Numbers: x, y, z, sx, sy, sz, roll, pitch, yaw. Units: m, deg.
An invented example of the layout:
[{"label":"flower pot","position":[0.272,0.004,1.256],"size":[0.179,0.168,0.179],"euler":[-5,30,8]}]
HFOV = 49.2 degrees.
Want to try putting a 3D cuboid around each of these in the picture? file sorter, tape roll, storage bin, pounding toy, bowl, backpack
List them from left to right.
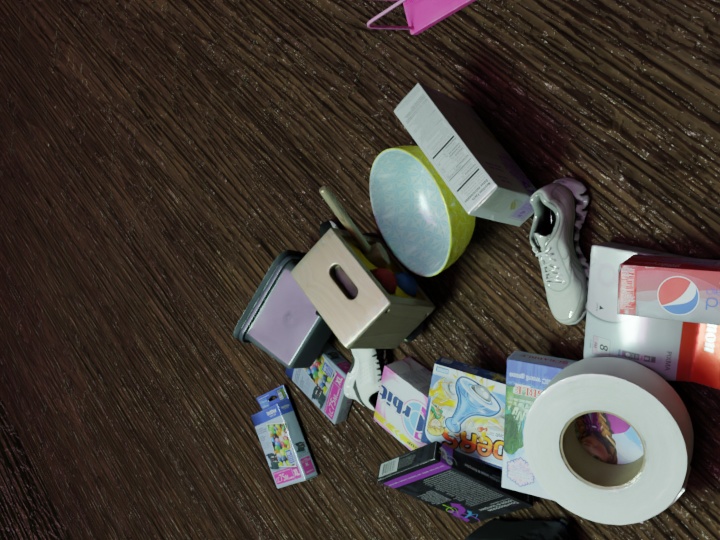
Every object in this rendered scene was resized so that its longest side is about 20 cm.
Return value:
[{"label":"storage bin","position":[-0.116,0.085,1.480],"size":[0.134,0.145,0.200],"euler":[38,102,25]},{"label":"pounding toy","position":[0.000,0.000,1.211],"size":[0.142,0.184,0.200],"euler":[-46,65,18]},{"label":"file sorter","position":[0.062,-0.466,1.139],"size":[0.139,0.125,0.201],"euler":[-15,89,49]},{"label":"bowl","position":[0.113,-0.101,1.178],"size":[0.200,0.107,0.201],"euler":[42,144,41]},{"label":"backpack","position":[0.247,0.487,1.177],"size":[0.182,0.134,0.200],"euler":[-21,87,50]},{"label":"tape roll","position":[0.313,0.215,0.996],"size":[0.202,0.071,0.203],"euler":[7,105,27]}]

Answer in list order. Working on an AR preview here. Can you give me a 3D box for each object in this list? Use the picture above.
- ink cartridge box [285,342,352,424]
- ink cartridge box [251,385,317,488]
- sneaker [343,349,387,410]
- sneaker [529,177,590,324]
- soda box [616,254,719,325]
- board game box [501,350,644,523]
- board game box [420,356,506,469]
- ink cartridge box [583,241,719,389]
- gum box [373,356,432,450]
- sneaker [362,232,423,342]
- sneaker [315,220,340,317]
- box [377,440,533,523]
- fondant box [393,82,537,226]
[{"label":"ink cartridge box","position":[-0.086,0.194,1.552],"size":[0.200,0.042,0.120],"euler":[42,128,36]},{"label":"ink cartridge box","position":[-0.170,0.356,1.678],"size":[0.119,0.042,0.200],"euler":[-31,75,48]},{"label":"sneaker","position":[0.026,0.162,1.397],"size":[0.080,0.074,0.200],"euler":[33,132,34]},{"label":"sneaker","position":[0.264,-0.022,1.063],"size":[0.075,0.081,0.201],"euler":[2,103,47]},{"label":"soda box","position":[0.401,0.023,0.894],"size":[0.200,0.070,0.064],"euler":[6,105,33]},{"label":"board game box","position":[0.296,0.224,1.074],"size":[0.200,0.041,0.200],"euler":[7,106,29]},{"label":"board game box","position":[0.197,0.221,1.171],"size":[0.200,0.034,0.136],"euler":[14,109,19]},{"label":"ink cartridge box","position":[0.378,0.059,0.978],"size":[0.200,0.057,0.163],"euler":[18,113,50]},{"label":"gum box","position":[0.110,0.242,1.315],"size":[0.200,0.066,0.114],"euler":[34,123,38]},{"label":"sneaker","position":[0.044,0.035,1.348],"size":[0.200,0.074,0.081],"euler":[65,151,20]},{"label":"sneaker","position":[-0.063,-0.005,1.391],"size":[0.076,0.087,0.200],"euler":[87,169,-53]},{"label":"box","position":[0.147,0.332,1.217],"size":[0.143,0.200,0.036],"euler":[-35,31,45]},{"label":"fondant box","position":[0.151,-0.158,1.089],"size":[0.058,0.144,0.200],"euler":[-45,61,27]}]
